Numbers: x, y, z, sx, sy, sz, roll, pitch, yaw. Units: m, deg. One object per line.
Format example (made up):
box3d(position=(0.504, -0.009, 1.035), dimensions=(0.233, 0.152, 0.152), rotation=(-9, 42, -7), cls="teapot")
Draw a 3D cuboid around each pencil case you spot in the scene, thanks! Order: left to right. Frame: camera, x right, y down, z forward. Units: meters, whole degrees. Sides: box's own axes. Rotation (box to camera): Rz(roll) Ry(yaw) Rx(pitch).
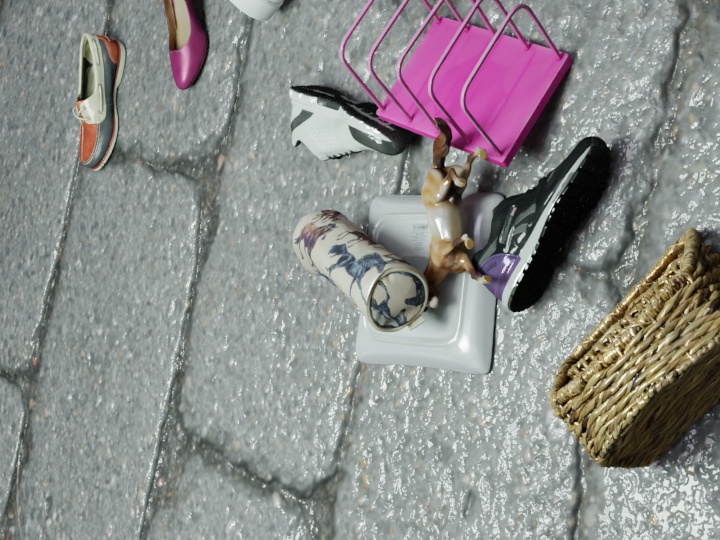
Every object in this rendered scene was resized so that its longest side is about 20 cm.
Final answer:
box3d(position=(0.000, 0.000, 1.396), dimensions=(0.078, 0.089, 0.200), rotation=(-48, 37, -2), cls="pencil case")

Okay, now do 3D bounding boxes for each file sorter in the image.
box3d(position=(0.096, -0.228, 1.342), dimensions=(0.199, 0.125, 0.140), rotation=(27, 80, 41), cls="file sorter")

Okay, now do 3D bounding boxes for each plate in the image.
box3d(position=(0.070, 0.010, 1.417), dimensions=(0.198, 0.032, 0.203), rotation=(2, 84, 43), cls="plate")

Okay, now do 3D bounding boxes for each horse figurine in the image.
box3d(position=(0.096, -0.059, 1.330), dimensions=(0.132, 0.049, 0.203), rotation=(172, 94, -71), cls="horse figurine")

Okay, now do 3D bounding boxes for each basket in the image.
box3d(position=(0.261, 0.068, 1.160), dimensions=(0.200, 0.142, 0.150), rotation=(-49, 56, 25), cls="basket")

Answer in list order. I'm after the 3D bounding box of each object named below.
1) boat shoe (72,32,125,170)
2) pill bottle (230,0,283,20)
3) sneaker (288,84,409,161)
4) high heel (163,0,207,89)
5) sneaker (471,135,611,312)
box3d(position=(-0.402, -0.254, 1.866), dimensions=(0.070, 0.062, 0.203), rotation=(9, 91, 40), cls="boat shoe")
box3d(position=(-0.091, -0.421, 1.575), dimensions=(0.200, 0.114, 0.115), rotation=(-45, 57, 28), cls="pill bottle")
box3d(position=(-0.014, -0.167, 1.507), dimensions=(0.199, 0.073, 0.081), rotation=(28, 118, 45), cls="sneaker")
box3d(position=(-0.266, -0.359, 1.736), dimensions=(0.067, 0.095, 0.203), rotation=(-7, 78, 41), cls="high heel")
box3d(position=(0.179, -0.063, 1.296), dimensions=(0.087, 0.075, 0.202), rotation=(42, 111, 34), cls="sneaker")
